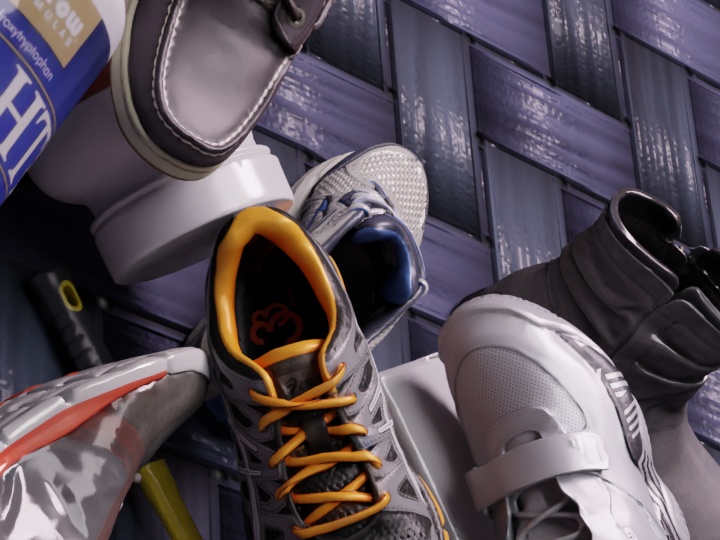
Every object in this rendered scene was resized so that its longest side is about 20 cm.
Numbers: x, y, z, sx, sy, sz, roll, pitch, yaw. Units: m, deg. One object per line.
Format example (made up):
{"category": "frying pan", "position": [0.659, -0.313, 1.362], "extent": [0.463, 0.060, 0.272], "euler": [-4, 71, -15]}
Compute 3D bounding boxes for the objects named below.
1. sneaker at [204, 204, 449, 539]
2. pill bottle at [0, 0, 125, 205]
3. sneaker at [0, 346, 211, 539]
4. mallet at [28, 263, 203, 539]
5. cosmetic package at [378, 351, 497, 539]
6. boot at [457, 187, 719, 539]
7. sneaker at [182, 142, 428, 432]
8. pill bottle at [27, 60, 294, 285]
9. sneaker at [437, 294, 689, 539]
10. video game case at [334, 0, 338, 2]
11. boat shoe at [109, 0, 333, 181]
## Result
{"category": "sneaker", "position": [-0.021, 0.064, 1.095], "extent": [0.077, 0.078, 0.200], "euler": [80, -11, -70]}
{"category": "pill bottle", "position": [-0.160, -0.092, 1.034], "extent": [0.120, 0.120, 0.200], "euler": [42, 67, -21]}
{"category": "sneaker", "position": [-0.127, 0.095, 1.051], "extent": [0.200, 0.077, 0.082], "euler": [-32, 101, -41]}
{"category": "mallet", "position": [-0.090, 0.090, 1.121], "extent": [0.066, 0.041, 0.200], "euler": [-29, 83, -50]}
{"category": "cosmetic package", "position": [0.055, 0.138, 1.217], "extent": [0.102, 0.074, 0.200], "euler": [-13, 74, -51]}
{"category": "boot", "position": [0.152, 0.058, 1.327], "extent": [0.200, 0.132, 0.070], "euler": [41, 41, -22]}
{"category": "sneaker", "position": [0.000, 0.000, 1.236], "extent": [0.077, 0.085, 0.200], "euler": [48, 38, -14]}
{"category": "pill bottle", "position": [-0.107, -0.101, 1.161], "extent": [0.112, 0.112, 0.200], "euler": [-16, 78, -51]}
{"category": "sneaker", "position": [0.083, 0.107, 1.136], "extent": [0.200, 0.075, 0.115], "euler": [62, 25, -1]}
{"category": "video game case", "position": [-0.087, -0.214, 1.236], "extent": [0.200, 0.022, 0.182], "euler": [48, 0, -20]}
{"category": "boat shoe", "position": [-0.041, -0.126, 1.103], "extent": [0.072, 0.065, 0.200], "euler": [37, 54, -19]}
